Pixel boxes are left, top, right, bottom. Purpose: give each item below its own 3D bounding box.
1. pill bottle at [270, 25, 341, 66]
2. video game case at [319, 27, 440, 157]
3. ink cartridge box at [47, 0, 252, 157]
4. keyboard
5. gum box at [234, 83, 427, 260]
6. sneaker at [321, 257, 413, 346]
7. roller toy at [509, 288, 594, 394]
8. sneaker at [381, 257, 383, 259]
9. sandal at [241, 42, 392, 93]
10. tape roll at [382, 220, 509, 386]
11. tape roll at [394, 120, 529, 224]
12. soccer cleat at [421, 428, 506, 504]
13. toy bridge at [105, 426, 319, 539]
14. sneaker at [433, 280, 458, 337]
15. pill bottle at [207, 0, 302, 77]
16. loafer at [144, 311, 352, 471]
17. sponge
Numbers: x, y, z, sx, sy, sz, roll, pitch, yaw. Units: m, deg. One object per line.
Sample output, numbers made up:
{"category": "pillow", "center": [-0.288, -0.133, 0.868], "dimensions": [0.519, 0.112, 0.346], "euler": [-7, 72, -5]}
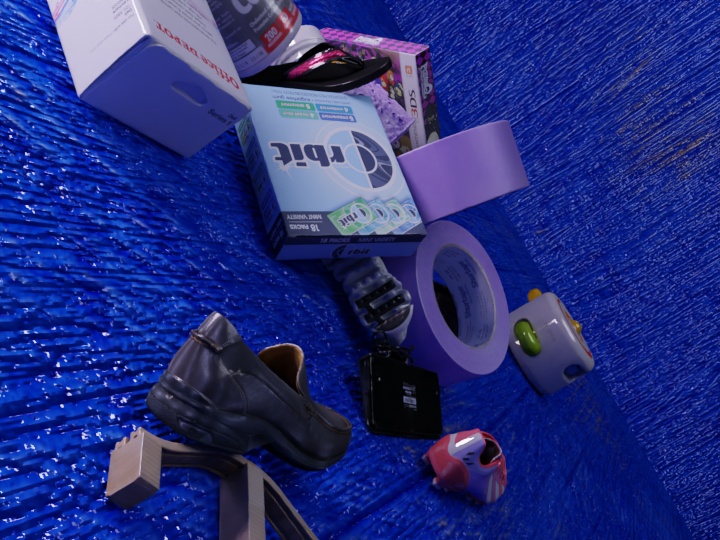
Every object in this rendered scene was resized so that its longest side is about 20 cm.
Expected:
{"category": "pill bottle", "center": [-0.047, -0.222, 1.086], "dimensions": [0.203, 0.112, 0.112], "euler": [63, 17, 14]}
{"category": "video game case", "center": [0.024, -0.238, 1.137], "dimensions": [0.198, 0.036, 0.184], "euler": [24, -42, 38]}
{"category": "ink cartridge box", "center": [-0.193, -0.219, 0.705], "dimensions": [0.144, 0.083, 0.203], "euler": [26, 36, -61]}
{"category": "keyboard", "center": [0.037, 0.129, 0.878], "dimensions": [0.199, 0.039, 0.106], "euler": [29, 56, -61]}
{"category": "gum box", "center": [-0.037, -0.108, 0.874], "dimensions": [0.167, 0.045, 0.203], "euler": [-2, 57, -32]}
{"category": "sneaker", "center": [0.000, 0.000, 0.930], "dimensions": [0.081, 0.074, 0.202], "euler": [68, -2, -62]}
{"category": "roller toy", "center": [0.393, 0.146, 1.666], "dimensions": [0.184, 0.138, 0.200], "euler": [55, 16, -12]}
{"category": "sneaker", "center": [0.038, -0.036, 1.116], "dimensions": [0.199, 0.071, 0.084], "euler": [38, 43, -41]}
{"category": "sandal", "center": [-0.059, -0.245, 0.966], "dimensions": [0.075, 0.196, 0.046], "euler": [-55, 141, -50]}
{"category": "tape roll", "center": [0.111, 0.042, 1.039], "dimensions": [0.198, 0.065, 0.204], "euler": [27, 53, -40]}
{"category": "tape roll", "center": [0.104, -0.110, 1.004], "dimensions": [0.200, 0.197, 0.087], "euler": [-24, 95, -73]}
{"category": "soccer cleat", "center": [0.139, 0.219, 0.911], "dimensions": [0.199, 0.076, 0.068], "euler": [32, 30, -56]}
{"category": "toy bridge", "center": [-0.073, 0.152, 0.502], "dimensions": [0.200, 0.027, 0.068], "euler": [45, 20, -35]}
{"category": "sneaker", "center": [0.114, 0.042, 1.151], "dimensions": [0.200, 0.075, 0.071], "euler": [43, 22, -43]}
{"category": "pill bottle", "center": [-0.168, -0.334, 0.930], "dimensions": [0.200, 0.113, 0.115], "euler": [46, 20, -34]}
{"category": "loafer", "center": [-0.055, 0.087, 0.552], "dimensions": [0.072, 0.073, 0.199], "euler": [26, -4, 31]}
{"category": "sponge", "center": [-0.028, -0.168, 0.976], "dimensions": [0.112, 0.030, 0.200], "euler": [45, 51, -1]}
